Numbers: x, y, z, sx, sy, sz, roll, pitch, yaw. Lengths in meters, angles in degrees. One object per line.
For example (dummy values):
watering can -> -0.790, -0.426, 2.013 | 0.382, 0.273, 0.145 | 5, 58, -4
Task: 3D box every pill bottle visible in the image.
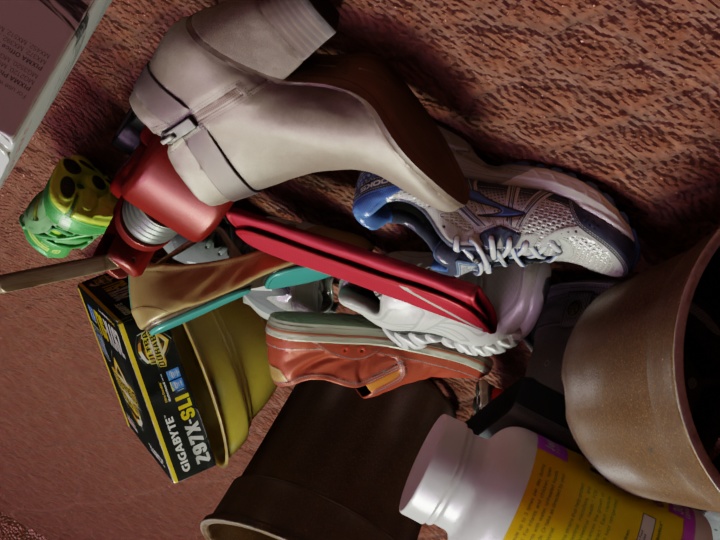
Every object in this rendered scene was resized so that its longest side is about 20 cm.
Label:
pill bottle -> 0.130, 0.173, 1.029 | 0.198, 0.105, 0.104 | 26, 157, -3

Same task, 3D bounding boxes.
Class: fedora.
fedora -> 0.194, 0.087, 1.115 | 0.198, 0.091, 0.177 | 4, 148, 41

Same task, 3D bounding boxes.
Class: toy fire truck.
toy fire truck -> -0.158, -0.047, 1.066 | 0.128, 0.202, 0.176 | 32, 156, -15

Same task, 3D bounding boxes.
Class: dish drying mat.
dish drying mat -> 0.000, 0.000, 1.073 | 0.198, 0.018, 0.077 | 18, 168, 23

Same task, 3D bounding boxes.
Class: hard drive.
hard drive -> 0.176, 0.150, 1.105 | 0.198, 0.033, 0.140 | 27, 155, -5

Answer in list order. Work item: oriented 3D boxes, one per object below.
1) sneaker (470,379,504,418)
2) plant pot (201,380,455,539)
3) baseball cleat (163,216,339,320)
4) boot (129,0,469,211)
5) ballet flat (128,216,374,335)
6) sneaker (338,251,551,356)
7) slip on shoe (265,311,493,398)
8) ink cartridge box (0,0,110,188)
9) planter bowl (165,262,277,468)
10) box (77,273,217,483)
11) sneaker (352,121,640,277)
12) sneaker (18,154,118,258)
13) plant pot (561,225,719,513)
sneaker -> 0.140, 0.138, 1.287 | 0.084, 0.078, 0.200 | 7, 175, 18
plant pot -> -0.015, 0.191, 1.394 | 0.198, 0.200, 0.201 | 23, 157, 10
baseball cleat -> -0.087, -0.020, 1.238 | 0.105, 0.071, 0.200 | -1, 155, 37
boot -> -0.044, -0.085, 0.961 | 0.145, 0.070, 0.201 | -33, 105, 24
ballet flat -> -0.085, -0.010, 1.168 | 0.064, 0.198, 0.069 | 70, 160, 6
sneaker -> 0.059, 0.018, 1.122 | 0.080, 0.076, 0.199 | 26, 159, -32
slip on shoe -> 0.015, 0.073, 1.245 | 0.197, 0.062, 0.074 | 6, -171, -21
ink cartridge box -> -0.205, -0.149, 0.903 | 0.083, 0.202, 0.145 | 30, 156, -11
planter bowl -> -0.126, 0.070, 1.378 | 0.201, 0.083, 0.202 | 57, 161, 32
box -> -0.204, 0.094, 1.429 | 0.200, 0.049, 0.162 | -154, 46, -67
sneaker -> 0.084, -0.027, 1.003 | 0.198, 0.086, 0.077 | 21, 157, 12
sneaker -> -0.230, -0.043, 1.225 | 0.074, 0.084, 0.200 | 37, 179, -9
plant pot -> 0.229, 0.067, 0.928 | 0.199, 0.202, 0.198 | 31, 163, -12
